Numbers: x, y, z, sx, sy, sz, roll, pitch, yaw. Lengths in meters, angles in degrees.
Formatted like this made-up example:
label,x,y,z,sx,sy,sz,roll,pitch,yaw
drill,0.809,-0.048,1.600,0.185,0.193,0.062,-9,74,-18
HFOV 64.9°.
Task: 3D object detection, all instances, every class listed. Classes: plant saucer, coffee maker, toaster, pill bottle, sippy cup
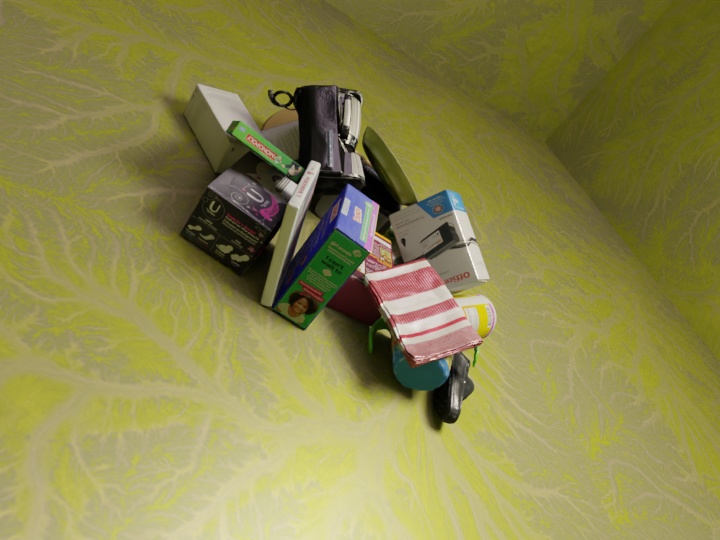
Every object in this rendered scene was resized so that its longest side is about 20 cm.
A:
label,x,y,z,sx,sy,sz,roll,pitch,yaw
plant saucer,0.057,-0.215,1.214,0.200,0.031,0.200,57,-1,1
coffee maker,-0.087,-0.262,1.163,0.135,0.192,0.200,58,30,-72
toaster,0.006,-0.165,1.320,0.200,0.119,0.181,34,31,-10
pill bottle,0.195,0.104,1.187,0.200,0.104,0.104,-1,49,-49
sippy cup,0.112,0.140,1.020,0.140,0.178,0.130,53,28,-27

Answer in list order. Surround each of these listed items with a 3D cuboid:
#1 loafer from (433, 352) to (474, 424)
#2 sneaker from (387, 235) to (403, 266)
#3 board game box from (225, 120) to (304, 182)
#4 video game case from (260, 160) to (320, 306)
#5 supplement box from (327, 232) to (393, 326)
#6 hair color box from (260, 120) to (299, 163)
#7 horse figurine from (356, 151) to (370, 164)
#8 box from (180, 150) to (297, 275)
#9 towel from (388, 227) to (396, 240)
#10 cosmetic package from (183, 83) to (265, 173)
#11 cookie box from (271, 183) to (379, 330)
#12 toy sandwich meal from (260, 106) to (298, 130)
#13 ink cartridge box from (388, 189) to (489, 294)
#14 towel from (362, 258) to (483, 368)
label,x,y,z,sx,sy,sz,roll,pitch,yaw
loafer,0.181,0.214,1.058,0.070,0.068,0.201,28,27,-3
sneaker,0.078,-0.037,1.292,0.080,0.070,0.200,38,22,12
board game box,-0.179,-0.222,1.038,0.135,0.029,0.200,35,3,-21
video game case,-0.118,-0.066,0.970,0.023,0.200,0.182,18,33,-3
supplement box,0.000,0.000,1.125,0.110,0.086,0.200,28,32,-20
hair color box,-0.120,-0.281,1.260,0.200,0.061,0.100,-19,71,-8
horse figurine,0.027,-0.251,1.523,0.132,0.050,0.200,33,22,-37
box,-0.203,-0.109,1.014,0.132,0.115,0.200,35,30,-8
towel,0.146,-0.104,1.359,0.149,0.031,0.200,4,23,8
cosmetic package,-0.284,-0.297,1.205,0.108,0.085,0.200,2,47,-45
cookie box,-0.057,-0.025,0.979,0.075,0.200,0.171,32,31,-13
toy sandwich meal,-0.142,-0.300,1.345,0.205,0.070,0.205,0,64,1
ink cartridge box,0.165,-0.048,1.190,0.084,0.144,0.200,1,68,-62
towel,0.105,0.066,0.990,0.144,0.023,0.200,-14,55,-25
